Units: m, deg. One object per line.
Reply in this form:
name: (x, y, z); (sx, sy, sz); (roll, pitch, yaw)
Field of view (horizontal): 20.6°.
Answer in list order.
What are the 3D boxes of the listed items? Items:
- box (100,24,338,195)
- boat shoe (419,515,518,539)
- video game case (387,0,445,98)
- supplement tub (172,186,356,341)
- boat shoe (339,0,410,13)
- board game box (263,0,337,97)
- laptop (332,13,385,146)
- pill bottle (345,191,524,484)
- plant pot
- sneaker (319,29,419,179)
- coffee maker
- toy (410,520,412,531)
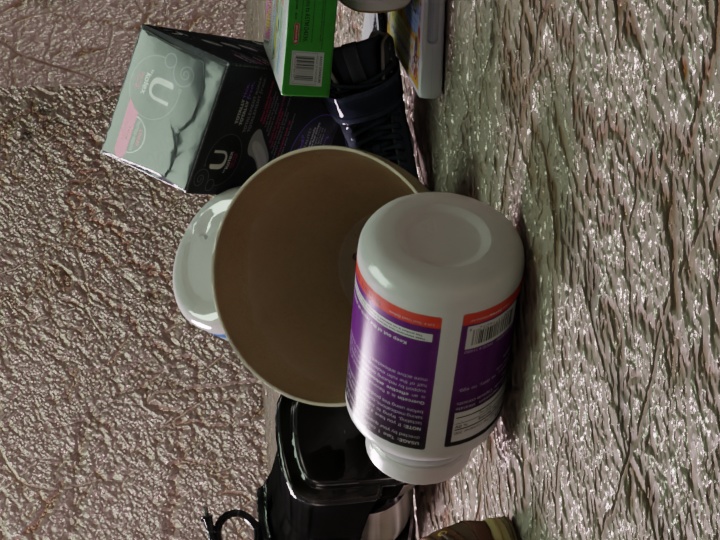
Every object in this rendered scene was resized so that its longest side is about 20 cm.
box: (-0.116, -0.138, 1.760); (0.200, 0.106, 0.122); (0, -67, -59)
boat shoe: (0.080, 0.227, 1.306); (0.200, 0.067, 0.072); (-109, 19, -69)
video game case: (0.049, -0.263, 1.706); (0.200, 0.023, 0.182); (-110, 20, -67)
supplement tub: (-0.053, 0.018, 1.733); (0.132, 0.200, 0.132); (-19, 59, 37)
boat shoe: (0.006, -0.286, 1.663); (0.200, 0.071, 0.069); (-99, 9, -52)
board game box: (-0.049, -0.241, 1.659); (0.200, 0.040, 0.153); (-110, 24, -71)
laptop: (-0.038, -0.183, 2.051); (0.187, 0.116, 0.200); (100, 167, -57)
pill bottle: (0.048, 0.052, 1.366); (0.113, 0.112, 0.200); (-98, 10, -48)
plant pot: (0.000, 0.000, 1.578); (0.134, 0.200, 0.201); (-10, -79, -66)
sneaker: (0.008, -0.118, 1.717); (0.202, 0.077, 0.146); (-98, -6, -51)
coffee maker: (-0.034, 0.191, 1.754); (0.135, 0.192, 0.200); (55, 162, 21)
toy: (0.019, 0.323, 1.922); (0.115, 0.047, 0.200); (-128, 37, -76)
